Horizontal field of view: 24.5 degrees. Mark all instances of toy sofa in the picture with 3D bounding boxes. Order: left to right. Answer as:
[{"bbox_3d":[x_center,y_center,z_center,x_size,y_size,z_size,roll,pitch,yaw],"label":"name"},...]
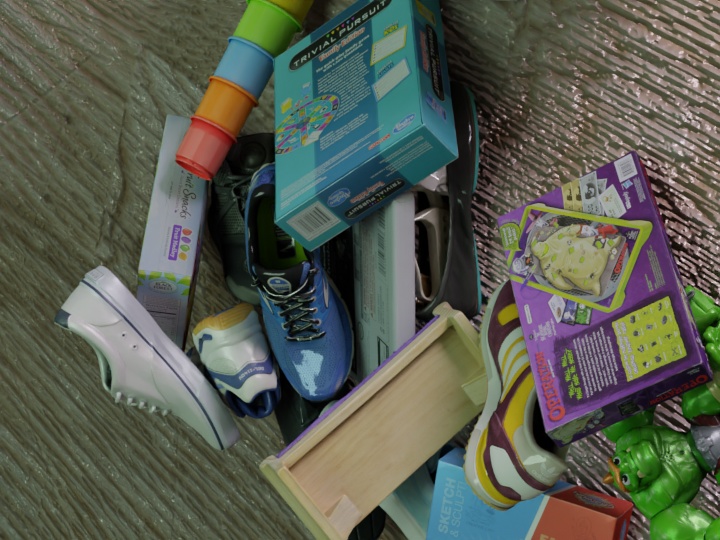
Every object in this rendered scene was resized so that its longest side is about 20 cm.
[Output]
[{"bbox_3d":[0.020,0.120,1.307,0.083,0.200,0.098,51,172,-10],"label":"toy sofa"}]

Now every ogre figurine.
[{"bbox_3d":[0.234,0.127,1.155,0.119,0.098,0.201,-35,81,26],"label":"ogre figurine"}]

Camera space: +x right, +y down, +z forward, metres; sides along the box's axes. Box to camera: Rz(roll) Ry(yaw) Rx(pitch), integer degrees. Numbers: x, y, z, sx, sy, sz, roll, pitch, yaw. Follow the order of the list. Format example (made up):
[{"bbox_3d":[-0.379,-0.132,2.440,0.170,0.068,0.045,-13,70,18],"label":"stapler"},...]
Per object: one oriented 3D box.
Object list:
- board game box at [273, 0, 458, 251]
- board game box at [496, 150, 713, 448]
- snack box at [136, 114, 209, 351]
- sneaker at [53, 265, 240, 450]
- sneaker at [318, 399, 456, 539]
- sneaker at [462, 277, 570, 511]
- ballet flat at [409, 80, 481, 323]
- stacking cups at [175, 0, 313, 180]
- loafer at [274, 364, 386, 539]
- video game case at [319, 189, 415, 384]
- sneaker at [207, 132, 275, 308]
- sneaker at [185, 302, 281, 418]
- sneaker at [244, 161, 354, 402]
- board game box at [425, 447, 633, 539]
[{"bbox_3d":[0.000,-0.133,1.333,0.150,0.047,0.202,-31,39,26],"label":"board game box"},{"bbox_3d":[0.168,0.017,1.173,0.119,0.032,0.202,-23,47,16],"label":"board game box"},{"bbox_3d":[-0.173,-0.023,1.533,0.143,0.052,0.202,104,172,-47],"label":"snack box"},{"bbox_3d":[-0.186,0.090,1.431,0.200,0.071,0.073,50,168,-15],"label":"sneaker"},{"bbox_3d":[0.047,0.162,1.392,0.200,0.074,0.082,43,116,28],"label":"sneaker"},{"bbox_3d":[0.136,0.079,1.231,0.090,0.074,0.202,-32,38,44],"label":"sneaker"},{"bbox_3d":[0.062,-0.053,1.345,0.068,0.068,0.203,-3,90,62],"label":"ballet flat"},{"bbox_3d":[-0.099,-0.174,1.469,0.060,0.060,0.202,16,79,46],"label":"stacking cups"},{"bbox_3d":[-0.030,0.161,1.480,0.072,0.072,0.202,-56,44,47],"label":"loafer"},{"bbox_3d":[0.000,0.000,1.394,0.182,0.023,0.203,-138,42,-57],"label":"video game case"},{"bbox_3d":[-0.093,-0.048,1.481,0.200,0.075,0.115,-119,25,-54],"label":"sneaker"},{"bbox_3d":[-0.110,0.097,1.476,0.200,0.075,0.089,97,148,-77],"label":"sneaker"},{"bbox_3d":[-0.060,0.015,1.364,0.078,0.089,0.203,-13,100,14],"label":"sneaker"},{"bbox_3d":[0.119,0.257,1.293,0.151,0.040,0.203,15,106,24],"label":"board game box"}]
